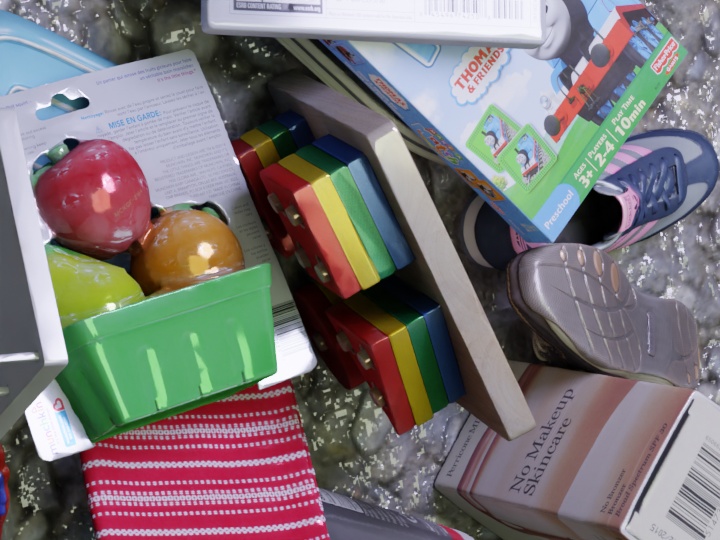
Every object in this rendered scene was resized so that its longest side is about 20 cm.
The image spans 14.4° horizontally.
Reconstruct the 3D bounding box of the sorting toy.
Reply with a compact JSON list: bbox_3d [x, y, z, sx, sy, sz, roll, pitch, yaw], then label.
[{"bbox_3d":[0.000,0.000,1.640,0.069,0.200,0.199,-29,110,-10],"label":"sorting toy"}]

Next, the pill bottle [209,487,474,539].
[{"bbox_3d":[-0.028,0.185,1.681,0.199,0.111,0.111,19,84,-32],"label":"pill bottle"}]

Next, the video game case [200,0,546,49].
[{"bbox_3d":[0.008,-0.220,1.606,0.199,0.023,0.183,2,83,-15],"label":"video game case"}]

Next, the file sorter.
[{"bbox_3d":[-0.250,0.024,1.454,0.124,0.200,0.139,-4,69,-29],"label":"file sorter"}]

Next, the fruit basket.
[{"bbox_3d":[-0.136,-0.011,1.575,0.185,0.094,0.201,-18,78,-34],"label":"fruit basket"}]

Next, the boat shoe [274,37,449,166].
[{"bbox_3d":[0.009,-0.132,1.696,0.200,0.075,0.062,40,103,-24],"label":"boat shoe"}]

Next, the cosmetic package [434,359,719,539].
[{"bbox_3d":[0.148,0.124,1.735,0.087,0.200,0.104,36,74,-28],"label":"cosmetic package"}]

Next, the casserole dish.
[{"bbox_3d":[-0.172,-0.071,1.613,0.200,0.039,0.122,26,81,-32],"label":"casserole dish"}]

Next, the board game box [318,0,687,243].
[{"bbox_3d":[0.082,-0.137,1.672,0.200,0.037,0.151,42,74,-23],"label":"board game box"}]

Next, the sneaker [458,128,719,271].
[{"bbox_3d":[0.163,-0.041,1.800,0.199,0.082,0.070,-22,104,-29],"label":"sneaker"}]

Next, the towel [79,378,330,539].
[{"bbox_3d":[-0.092,0.098,1.614,0.144,0.023,0.201,2,55,-26],"label":"towel"}]

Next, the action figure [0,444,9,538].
[{"bbox_3d":[-0.223,0.161,1.592,0.065,0.052,0.201,-15,108,-35],"label":"action figure"}]

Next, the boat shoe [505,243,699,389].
[{"bbox_3d":[0.140,0.039,1.772,0.200,0.073,0.075,30,55,-50],"label":"boat shoe"}]
